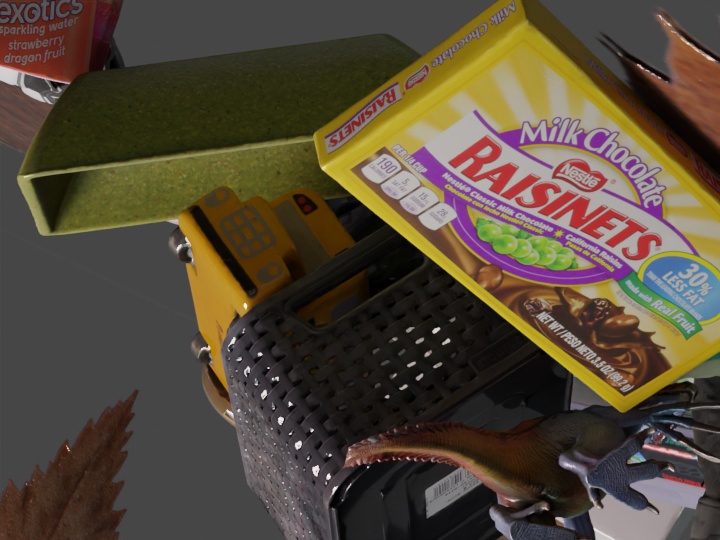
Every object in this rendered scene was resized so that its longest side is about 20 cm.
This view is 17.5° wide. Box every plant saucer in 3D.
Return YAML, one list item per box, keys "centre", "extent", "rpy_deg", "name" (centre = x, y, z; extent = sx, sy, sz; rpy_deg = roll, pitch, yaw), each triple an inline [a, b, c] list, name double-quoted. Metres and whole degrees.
- centre: [-0.056, -0.064, 1.074]
  extent: [0.198, 0.048, 0.200]
  rpy_deg: [-8, 174, -6]
  name: "plant saucer"

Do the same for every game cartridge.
- centre: [0.150, 0.098, 1.288]
  extent: [0.199, 0.039, 0.130]
  rpy_deg: [12, 166, 30]
  name: "game cartridge"

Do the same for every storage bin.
- centre: [0.020, 0.071, 1.108]
  extent: [0.094, 0.135, 0.200]
  rpy_deg: [53, 166, 23]
  name: "storage bin"

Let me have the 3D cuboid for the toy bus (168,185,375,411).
- centre: [-0.038, 0.026, 1.139]
  extent: [0.065, 0.078, 0.200]
  rpy_deg: [54, 165, 25]
  name: "toy bus"

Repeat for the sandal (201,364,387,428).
- centre: [-0.007, 0.096, 1.296]
  extent: [0.199, 0.055, 0.082]
  rpy_deg: [18, -151, -39]
  name: "sandal"

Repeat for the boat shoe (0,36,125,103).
- centre: [-0.170, -0.128, 1.362]
  extent: [0.056, 0.069, 0.200]
  rpy_deg: [24, 178, 0]
  name: "boat shoe"

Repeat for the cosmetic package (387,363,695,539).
- centre: [0.122, 0.095, 1.447]
  extent: [0.199, 0.102, 0.074]
  rpy_deg: [31, 173, 16]
  name: "cosmetic package"

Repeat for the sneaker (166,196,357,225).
- centre: [-0.090, -0.061, 1.336]
  extent: [0.201, 0.078, 0.146]
  rpy_deg: [18, 178, 24]
  name: "sneaker"

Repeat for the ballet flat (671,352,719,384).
- centre: [0.101, 0.014, 1.137]
  extent: [0.069, 0.070, 0.199]
  rpy_deg: [38, 167, -38]
  name: "ballet flat"

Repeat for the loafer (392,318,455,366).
- centre: [0.045, 0.023, 1.387]
  extent: [0.070, 0.070, 0.199]
  rpy_deg: [20, -176, -44]
  name: "loafer"

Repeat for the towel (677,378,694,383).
- centre: [0.163, 0.045, 1.271]
  extent: [0.149, 0.031, 0.200]
  rpy_deg: [27, 173, 47]
  name: "towel"

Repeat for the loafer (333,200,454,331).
- centre: [0.000, 0.000, 1.250]
  extent: [0.068, 0.071, 0.200]
  rpy_deg: [25, 157, -21]
  name: "loafer"

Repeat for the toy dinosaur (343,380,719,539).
- centre: [0.100, 0.074, 1.047]
  extent: [0.199, 0.105, 0.182]
  rpy_deg: [33, -169, -7]
  name: "toy dinosaur"

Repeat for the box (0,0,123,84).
- centre: [-0.201, -0.160, 1.070]
  extent: [0.102, 0.095, 0.199]
  rpy_deg: [12, -171, -46]
  name: "box"

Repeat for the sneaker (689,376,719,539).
- centre: [0.200, 0.084, 1.076]
  extent: [0.060, 0.105, 0.200]
  rpy_deg: [18, 172, -14]
  name: "sneaker"

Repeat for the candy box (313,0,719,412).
- centre: [0.084, -0.022, 0.915]
  extent: [0.200, 0.102, 0.027]
  rpy_deg: [38, -153, -36]
  name: "candy box"
